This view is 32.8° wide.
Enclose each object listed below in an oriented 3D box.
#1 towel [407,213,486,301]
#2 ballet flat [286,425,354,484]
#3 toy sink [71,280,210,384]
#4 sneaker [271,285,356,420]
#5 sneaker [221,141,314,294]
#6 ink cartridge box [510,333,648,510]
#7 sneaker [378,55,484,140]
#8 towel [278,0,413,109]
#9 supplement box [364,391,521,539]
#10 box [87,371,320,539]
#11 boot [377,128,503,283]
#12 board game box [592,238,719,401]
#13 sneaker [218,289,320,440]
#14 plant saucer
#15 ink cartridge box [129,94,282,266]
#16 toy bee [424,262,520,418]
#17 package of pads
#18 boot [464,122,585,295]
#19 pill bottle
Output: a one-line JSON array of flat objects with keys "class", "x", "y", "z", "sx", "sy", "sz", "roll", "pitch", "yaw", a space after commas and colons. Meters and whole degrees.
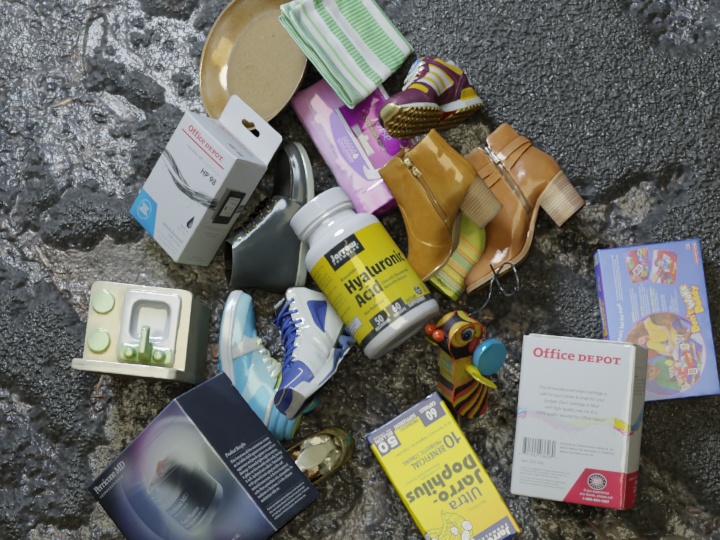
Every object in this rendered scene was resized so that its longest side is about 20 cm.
[{"class": "towel", "x": 0.155, "y": -0.060, "z": 1.623, "sx": 0.086, "sy": 0.018, "sz": 0.200, "roll": 40, "pitch": 85, "yaw": 1}, {"class": "ballet flat", "x": -0.096, "y": 0.264, "z": 1.567, "sx": 0.199, "sy": 0.071, "sz": 0.071, "roll": -33, "pitch": 83, "yaw": -2}, {"class": "toy sink", "x": -0.270, "y": 0.079, "z": 1.531, "sx": 0.129, "sy": 0.200, "sz": 0.113, "roll": 5, "pitch": 83, "yaw": 4}, {"class": "sneaker", "x": -0.074, "y": 0.089, "z": 1.542, "sx": 0.115, "sy": 0.081, "sz": 0.200, "roll": 36, "pitch": 44, "yaw": 1}, {"class": "sneaker", "x": -0.121, "y": -0.072, "z": 1.589, "sx": 0.105, "sy": 0.075, "sz": 0.202, "roll": 4, "pitch": 83, "yaw": -22}, {"class": "ink cartridge box", "x": 0.274, "y": 0.186, "z": 1.525, "sx": 0.146, "sy": 0.085, "sz": 0.202, "roll": 5, "pitch": 85, "yaw": 26}, {"class": "sneaker", "x": 0.076, "y": -0.227, "z": 1.574, "sx": 0.075, "sy": 0.199, "sz": 0.091, "roll": -37, "pitch": 76, "yaw": 34}, {"class": "towel", "x": -0.015, "y": -0.304, "z": 1.576, "sx": 0.023, "sy": 0.200, "sz": 0.153, "roll": -34, "pitch": 98, "yaw": 36}, {"class": "supplement box", "x": 0.102, "y": 0.266, "z": 1.536, "sx": 0.108, "sy": 0.110, "sz": 0.201, "roll": -32, "pitch": 83, "yaw": -2}, {"class": "box", "x": -0.195, "y": 0.271, "z": 1.505, "sx": 0.200, "sy": 0.123, "sz": 0.199, "roll": -44, "pitch": 80, "yaw": 27}, {"class": "boot", "x": 0.070, "y": -0.072, "z": 1.550, "sx": 0.144, "sy": 0.071, "sz": 0.201, "roll": 44, "pitch": 117, "yaw": -1}, {"class": "board game box", "x": 0.381, "y": 0.067, "z": 1.581, "sx": 0.133, "sy": 0.045, "sz": 0.202, "roll": -6, "pitch": 82, "yaw": 2}, {"class": "sneaker", "x": -0.116, "y": 0.126, "z": 1.581, "sx": 0.129, "sy": 0.080, "sz": 0.202, "roll": 1, "pitch": 92, "yaw": 4}, {"class": "plant saucer", "x": -0.132, "y": -0.275, "z": 1.614, "sx": 0.199, "sy": 0.035, "sz": 0.202, "roll": -10, "pitch": 73, "yaw": 37}, {"class": "ink cartridge box", "x": -0.200, "y": -0.121, "z": 1.569, "sx": 0.116, "sy": 0.066, "sz": 0.201, "roll": 42, "pitch": 109, "yaw": 30}, {"class": "toy bee", "x": 0.121, "y": 0.092, "z": 1.533, "sx": 0.108, "sy": 0.131, "sz": 0.202, "roll": -5, "pitch": 96, "yaw": -32}, {"class": "package of pads", "x": 0.003, "y": -0.173, "z": 1.613, "sx": 0.120, "sy": 0.076, "sz": 0.201, "roll": -31, "pitch": 82, "yaw": 0}, {"class": "boot", "x": 0.173, "y": -0.079, "z": 1.589, "sx": 0.200, "sy": 0.074, "sz": 0.155, "roll": -42, "pitch": 79, "yaw": -2}, {"class": "pill bottle", "x": 0.000, "y": 0.000, "z": 1.522, "sx": 0.111, "sy": 0.111, "sz": 0.201, "roll": -35, "pitch": 79, "yaw": -2}]
